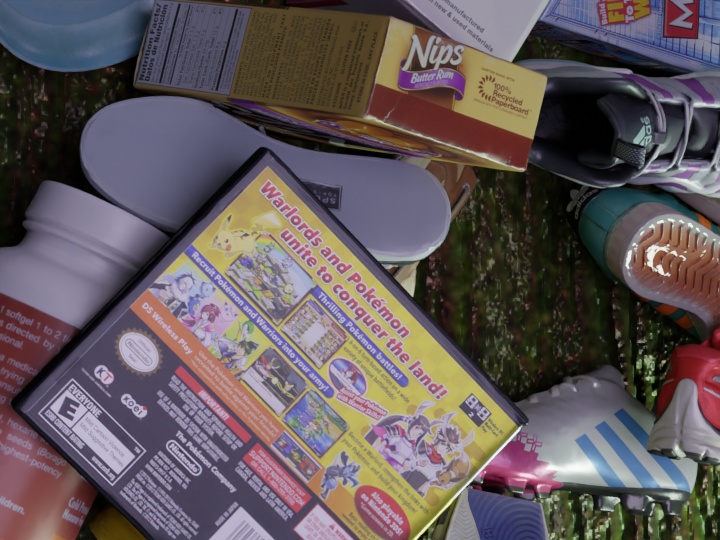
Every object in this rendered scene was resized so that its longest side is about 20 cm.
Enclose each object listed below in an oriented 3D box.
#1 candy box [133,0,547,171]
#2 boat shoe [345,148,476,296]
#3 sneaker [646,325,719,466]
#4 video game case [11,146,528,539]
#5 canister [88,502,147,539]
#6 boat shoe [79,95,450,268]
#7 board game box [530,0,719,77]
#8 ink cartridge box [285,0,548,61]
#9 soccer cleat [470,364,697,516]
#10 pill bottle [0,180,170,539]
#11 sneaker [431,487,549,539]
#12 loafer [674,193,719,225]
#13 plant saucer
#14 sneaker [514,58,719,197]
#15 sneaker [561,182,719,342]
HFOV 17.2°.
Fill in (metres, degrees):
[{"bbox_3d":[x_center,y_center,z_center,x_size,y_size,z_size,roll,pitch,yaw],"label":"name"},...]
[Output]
[{"bbox_3d":[-0.014,-0.098,1.244,0.116,0.200,0.057,16,89,-40],"label":"candy box"},{"bbox_3d":[0.000,0.000,1.342,0.074,0.076,0.200,42,77,-27],"label":"boat shoe"},{"bbox_3d":[0.240,0.068,1.419,0.200,0.077,0.085,-4,102,-59],"label":"sneaker"},{"bbox_3d":[-0.043,0.072,1.201,0.181,0.025,0.200,-46,104,-6],"label":"video game case"},{"bbox_3d":[-0.030,0.112,1.287,0.200,0.087,0.149,-45,139,-4],"label":"canister"},{"bbox_3d":[-0.053,-0.041,1.264,0.198,0.068,0.074,7,74,-10],"label":"boat shoe"},{"bbox_3d":[0.178,-0.198,1.421,0.199,0.062,0.201,-1,95,-27],"label":"board game box"},{"bbox_3d":[0.066,-0.208,1.318,0.084,0.145,0.201,37,78,-23],"label":"ink cartridge box"},{"bbox_3d":[0.116,0.096,1.416,0.199,0.070,0.087,10,78,-31],"label":"soccer cleat"},{"bbox_3d":[-0.172,0.061,1.238,0.112,0.112,0.201,29,82,-25],"label":"pill bottle"},{"bbox_3d":[0.043,0.228,1.371,0.080,0.115,0.201,19,66,-30],"label":"sneaker"},{"bbox_3d":[0.270,-0.044,1.464,0.199,0.068,0.076,26,59,-25],"label":"loafer"},{"bbox_3d":[-0.125,-0.196,1.238,0.200,0.027,0.201,-33,145,-27],"label":"plant saucer"},{"bbox_3d":[0.166,-0.075,1.343,0.199,0.140,0.078,3,99,2],"label":"sneaker"},{"bbox_3d":[0.197,-0.006,1.443,0.071,0.080,0.200,-52,137,5],"label":"sneaker"}]
